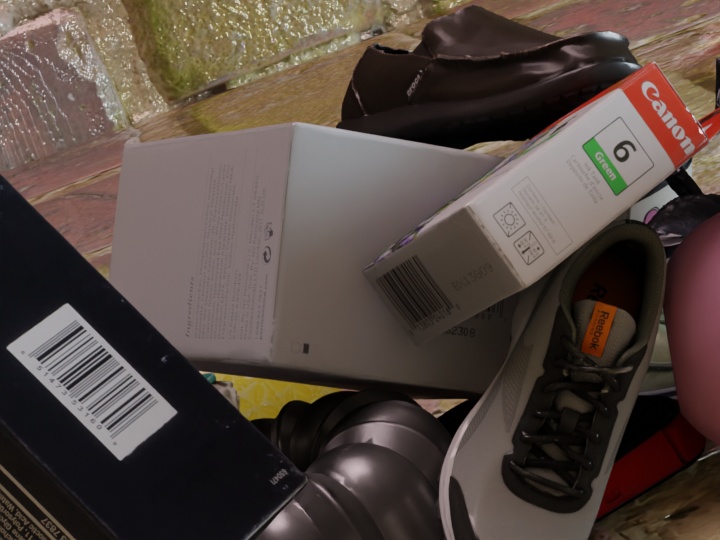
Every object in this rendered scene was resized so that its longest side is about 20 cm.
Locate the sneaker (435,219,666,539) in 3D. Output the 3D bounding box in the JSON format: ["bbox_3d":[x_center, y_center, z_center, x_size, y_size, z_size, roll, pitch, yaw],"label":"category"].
[{"bbox_3d":[0.091,0.061,1.285,0.079,0.074,0.200,123,168,-62],"label":"sneaker"}]

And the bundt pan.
[{"bbox_3d":[-0.036,0.122,1.342,0.202,0.076,0.202,-24,16,7],"label":"bundt pan"}]

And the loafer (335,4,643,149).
[{"bbox_3d":[0.058,-0.102,1.417,0.073,0.072,0.200,6,-10,-44],"label":"loafer"}]

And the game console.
[{"bbox_3d":[0.061,0.113,1.422,0.177,0.031,0.200,-32,16,-28],"label":"game console"}]

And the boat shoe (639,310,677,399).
[{"bbox_3d":[0.141,0.046,1.499,0.072,0.062,0.200,-25,13,-29],"label":"boat shoe"}]

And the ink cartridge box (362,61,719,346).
[{"bbox_3d":[0.103,-0.048,1.321,0.200,0.050,0.109,-38,3,-30],"label":"ink cartridge box"}]

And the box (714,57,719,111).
[{"bbox_3d":[0.293,-0.069,1.356,0.199,0.048,0.193,-3,19,-8],"label":"box"}]

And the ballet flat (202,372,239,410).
[{"bbox_3d":[-0.132,0.094,1.316,0.200,0.072,0.072,-9,15,41],"label":"ballet flat"}]

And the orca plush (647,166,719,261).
[{"bbox_3d":[0.173,-0.023,1.562,0.105,0.071,0.200,-34,-19,31],"label":"orca plush"}]

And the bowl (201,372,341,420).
[{"bbox_3d":[-0.114,0.074,1.670,0.200,0.108,0.200,-18,11,4],"label":"bowl"}]

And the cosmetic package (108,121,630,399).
[{"bbox_3d":[0.000,0.000,1.441,0.199,0.123,0.200,8,-6,-29],"label":"cosmetic package"}]

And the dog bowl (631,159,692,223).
[{"bbox_3d":[0.125,-0.015,1.783,0.200,0.074,0.200,-18,11,4],"label":"dog bowl"}]

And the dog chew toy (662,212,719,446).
[{"bbox_3d":[0.246,0.020,1.331,0.199,0.125,0.125,-10,13,7],"label":"dog chew toy"}]

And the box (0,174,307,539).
[{"bbox_3d":[-0.168,0.101,1.224,0.198,0.200,0.123,-48,-5,35],"label":"box"}]
